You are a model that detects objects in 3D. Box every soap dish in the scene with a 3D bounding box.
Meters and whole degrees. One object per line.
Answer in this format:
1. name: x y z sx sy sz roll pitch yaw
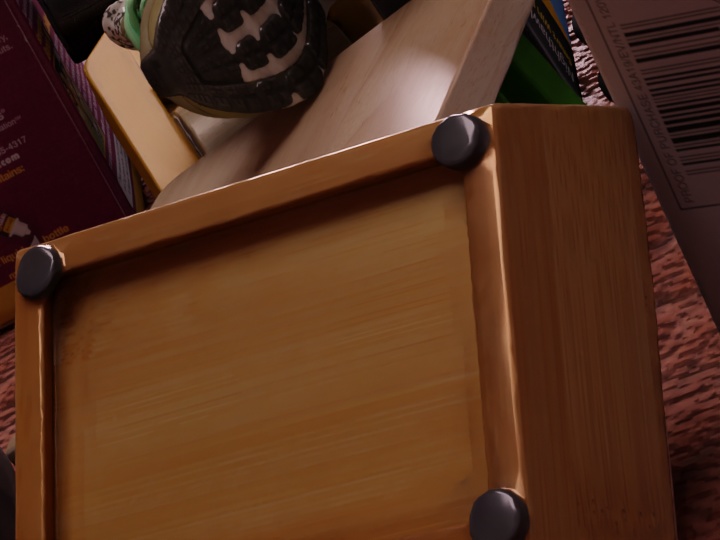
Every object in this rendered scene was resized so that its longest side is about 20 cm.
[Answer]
1. soap dish: -0.012 0.043 0.725 0.199 0.081 0.158 -16 63 26

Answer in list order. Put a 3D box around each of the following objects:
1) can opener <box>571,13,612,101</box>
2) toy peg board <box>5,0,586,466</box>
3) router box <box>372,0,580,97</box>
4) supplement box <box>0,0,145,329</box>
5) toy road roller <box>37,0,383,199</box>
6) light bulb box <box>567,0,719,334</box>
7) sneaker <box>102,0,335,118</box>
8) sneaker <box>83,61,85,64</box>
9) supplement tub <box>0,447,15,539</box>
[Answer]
1. can opener: 0.122 -0.064 0.927 0.067 0.054 0.200 -32 21 -12
2. toy peg board: 0.000 0.000 0.912 0.199 0.098 0.200 -35 16 29
3. router box: 0.016 -0.165 1.023 0.051 0.200 0.150 -27 35 17
4. supplement box: -0.187 -0.089 1.153 0.103 0.201 0.131 -27 21 3
5. toy road roller: -0.054 -0.084 1.133 0.123 0.146 0.200 -30 59 -6
6. light bulb box: 0.171 -0.102 0.755 0.124 0.199 0.200 -5 30 42
7. sneaker: -0.062 -0.098 0.988 0.088 0.077 0.200 -25 15 20
8. sneaker: -0.031 -0.143 1.243 0.200 0.081 0.146 -31 16 -23
9. supplement tub: -0.208 0.089 0.908 0.199 0.107 0.107 -5 31 45
